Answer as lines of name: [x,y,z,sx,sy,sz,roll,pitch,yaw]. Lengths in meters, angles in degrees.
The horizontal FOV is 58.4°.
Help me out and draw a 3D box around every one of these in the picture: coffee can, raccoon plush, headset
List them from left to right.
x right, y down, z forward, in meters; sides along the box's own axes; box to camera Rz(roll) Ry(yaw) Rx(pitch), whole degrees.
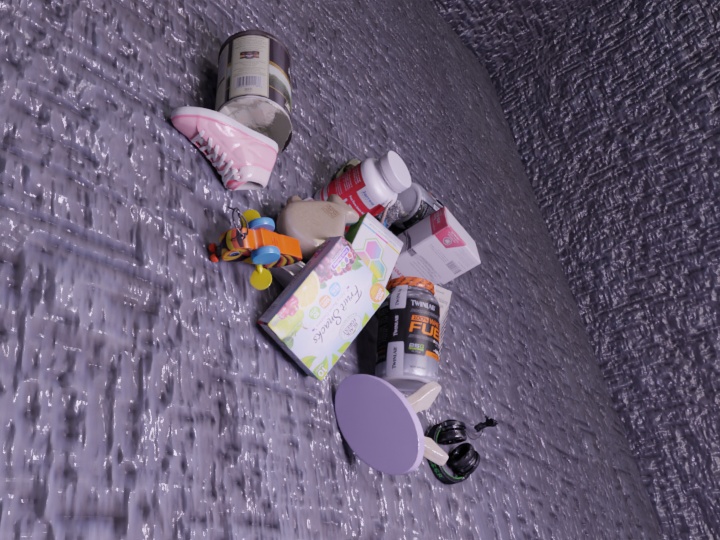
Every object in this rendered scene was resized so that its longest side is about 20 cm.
coffee can: [-0.202,-0.331,1.220,0.146,0.145,0.203,35,38,-41]
raccoon plush: [0.046,-0.106,1.559,0.134,0.095,0.203,47,58,-54]
headset: [0.218,0.370,1.375,0.199,0.093,0.125,-19,82,-51]

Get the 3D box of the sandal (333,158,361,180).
sandal: [-0.014,-0.224,1.545,0.080,0.057,0.202,50,29,-22]

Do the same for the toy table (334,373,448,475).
toy table: [0.058,0.265,1.116,0.116,0.184,0.201,20,26,-50]

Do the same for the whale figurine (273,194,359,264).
whale figurine: [-0.083,-0.073,1.210,0.159,0.104,0.200,40,38,5]

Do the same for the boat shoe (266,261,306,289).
boat shoe: [-0.096,0.048,1.146,0.199,0.071,0.070,40,61,-14]

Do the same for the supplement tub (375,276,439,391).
supplement tub: [0.093,0.123,1.252,0.122,0.121,0.204,29,57,-46]

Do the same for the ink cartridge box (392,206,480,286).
ink cartridge box: [0.160,-0.035,1.523,0.146,0.198,0.086,43,27,-32]

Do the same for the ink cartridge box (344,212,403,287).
ink cartridge box: [0.000,0.000,1.253,0.103,0.059,0.202,38,58,-20]

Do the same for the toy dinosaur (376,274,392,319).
toy dinosaur: [0.072,0.082,1.402,0.202,0.085,0.136,66,32,-20]

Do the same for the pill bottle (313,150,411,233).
pill bottle: [0.006,-0.166,1.372,0.112,0.198,0.114,40,34,-34]

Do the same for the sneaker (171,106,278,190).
sneaker: [-0.238,-0.203,1.116,0.198,0.075,0.107,19,72,-33]

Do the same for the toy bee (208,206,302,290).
toy bee: [-0.185,-0.046,1.038,0.200,0.107,0.133,49,29,-45]

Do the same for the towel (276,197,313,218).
towel: [-0.080,-0.049,1.303,0.202,0.030,0.146,59,27,-6]

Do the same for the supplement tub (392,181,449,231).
supplement tub: [0.167,-0.141,1.716,0.199,0.121,0.124,30,41,-47]

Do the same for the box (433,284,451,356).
box: [0.131,0.132,1.367,0.082,0.068,0.204,17,82,-51]

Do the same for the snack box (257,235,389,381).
snack box: [-0.059,0.063,1.099,0.143,0.053,0.201,49,67,-24]

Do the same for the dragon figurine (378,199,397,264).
dragon figurine: [0.039,-0.071,1.389,0.100,0.058,0.203,-122,-160,-53]
